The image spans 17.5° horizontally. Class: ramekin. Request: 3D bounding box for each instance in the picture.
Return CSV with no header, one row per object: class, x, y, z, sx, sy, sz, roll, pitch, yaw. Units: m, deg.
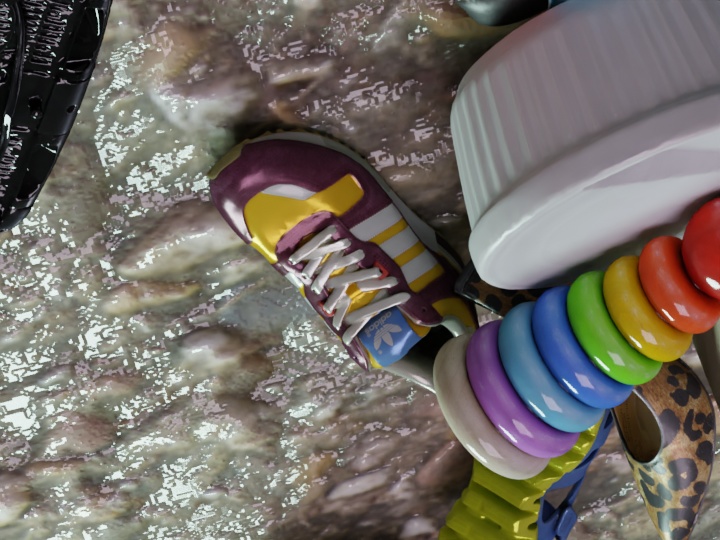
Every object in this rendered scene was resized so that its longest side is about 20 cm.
ramekin,0.138,-0.074,1.164,0.202,0.094,0.202,-18,164,-5

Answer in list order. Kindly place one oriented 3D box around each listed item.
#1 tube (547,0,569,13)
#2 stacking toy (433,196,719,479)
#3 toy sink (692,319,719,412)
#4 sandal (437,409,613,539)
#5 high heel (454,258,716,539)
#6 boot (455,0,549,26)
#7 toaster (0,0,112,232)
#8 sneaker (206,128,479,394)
tube,0.174,-0.186,1.098,0.200,0.050,0.077,-26,147,-8
stacking toy,0.135,0.026,1.195,0.200,0.085,0.085,-36,134,27
toy sink,0.286,-0.008,1.305,0.200,0.112,0.130,-13,138,-3
sandal,0.110,0.111,1.422,0.087,0.079,0.200,-26,146,-49
high heel,0.122,0.070,1.301,0.143,0.071,0.200,-12,97,-27
boot,0.098,-0.200,1.089,0.200,0.072,0.144,-40,140,24
toaster,-0.206,-0.118,1.042,0.200,0.119,0.181,7,134,-22
sneaker,0.000,0.000,1.247,0.075,0.090,0.200,-38,133,23
